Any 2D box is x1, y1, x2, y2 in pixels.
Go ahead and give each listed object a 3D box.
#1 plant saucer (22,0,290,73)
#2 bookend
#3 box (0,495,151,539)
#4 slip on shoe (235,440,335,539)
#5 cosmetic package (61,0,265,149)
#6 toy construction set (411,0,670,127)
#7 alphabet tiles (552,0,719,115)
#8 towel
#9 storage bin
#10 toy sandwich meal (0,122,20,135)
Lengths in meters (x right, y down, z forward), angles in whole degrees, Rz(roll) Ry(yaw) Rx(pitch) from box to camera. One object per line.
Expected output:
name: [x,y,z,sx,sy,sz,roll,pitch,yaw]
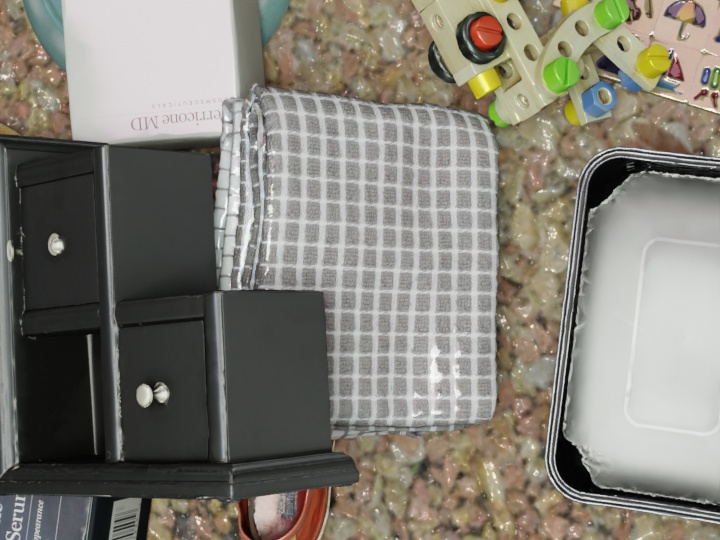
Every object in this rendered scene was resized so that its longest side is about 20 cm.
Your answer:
plant saucer: [-0.138,-0.211,1.007,0.198,0.027,0.202,-1,88,13]
bookend: [-0.107,0.017,0.811,0.199,0.092,0.201,-5,86,42]
box: [-0.243,0.162,0.968,0.198,0.107,0.150,7,89,13]
slip on shoe: [-0.049,0.081,0.954,0.073,0.061,0.202,1,86,14]
cosmetic package: [-0.123,-0.175,0.944,0.112,0.081,0.202,-6,89,9]
toy construction set: [0.083,-0.169,0.909,0.131,0.092,0.201,-29,76,-31]
alphabet tiles: [0.216,-0.203,0.940,0.165,0.006,0.202,19,91,13]
towel: [0.000,0.000,0.891,0.164,0.085,0.202,2,86,-31]
storage bin: [0.186,0.038,0.889,0.134,0.094,0.202,7,89,12]
toy sandwich meal: [-0.288,-0.014,1.006,0.203,0.070,0.207,-1,87,12]
